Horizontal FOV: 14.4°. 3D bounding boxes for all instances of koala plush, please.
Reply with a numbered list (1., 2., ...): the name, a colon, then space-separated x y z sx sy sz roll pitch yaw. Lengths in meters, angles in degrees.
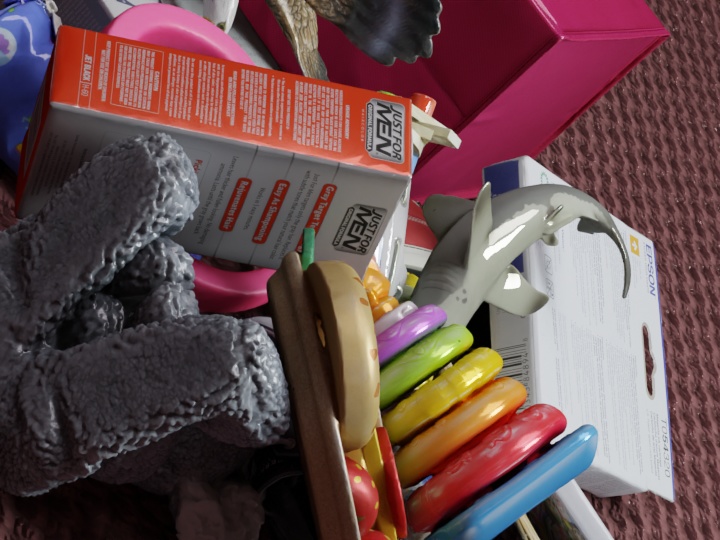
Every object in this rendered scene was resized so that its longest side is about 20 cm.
1. koala plush: -0.117 0.061 1.525 0.178 0.183 0.200 65 10 27

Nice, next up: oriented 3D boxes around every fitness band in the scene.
1. fitness band: -0.093 -0.067 1.659 0.143 0.037 0.201 11 55 -35

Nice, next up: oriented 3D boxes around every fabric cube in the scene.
1. fabric cube: 0.065 -0.185 2.059 0.200 0.200 0.196 55 26 15

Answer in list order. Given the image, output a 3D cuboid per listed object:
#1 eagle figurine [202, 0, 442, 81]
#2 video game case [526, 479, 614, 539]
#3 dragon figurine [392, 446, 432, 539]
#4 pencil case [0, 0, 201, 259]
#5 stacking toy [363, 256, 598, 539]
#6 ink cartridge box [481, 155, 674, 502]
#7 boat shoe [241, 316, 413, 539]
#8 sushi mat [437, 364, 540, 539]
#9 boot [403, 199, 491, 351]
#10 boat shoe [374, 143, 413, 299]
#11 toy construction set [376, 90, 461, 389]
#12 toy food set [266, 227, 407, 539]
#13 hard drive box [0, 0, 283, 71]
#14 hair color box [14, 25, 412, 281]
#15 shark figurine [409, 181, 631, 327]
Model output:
1. eagle figurine: -0.060 -0.198 1.806 0.199 0.151 0.152 21 24 -24
2. video game case: 0.160 0.210 1.768 0.200 0.018 0.143 57 -11 18
3. dragon figurine: 0.036 0.130 1.733 0.099 0.059 0.201 15 44 -50
4. pencil case: -0.163 -0.077 1.690 0.200 0.087 0.078 47 16 -3
5. stacking toy: 0.034 0.059 1.628 0.200 0.110 0.116 55 -15 4
6. ink cartridge box: 0.146 0.046 1.921 0.200 0.043 0.197 30 52 -55
7. boat shoe: -0.036 0.114 1.643 0.068 0.072 0.201 2 57 -56
8. sushi mat: 0.088 0.133 1.798 0.096 0.012 0.200 66 -1 -48
9. boot: 0.045 -0.025 1.958 0.199 0.072 0.145 18 36 -40
10. boat shoe: 0.000 0.000 1.706 0.067 0.201 0.073 6 7 -45
11. toy construction set: 0.009 -0.034 1.801 0.131 0.092 0.201 26 64 -27
12. toy food set: -0.011 0.079 1.520 0.198 0.048 0.201 -115 -167 -76
13. hard drive box: -0.130 -0.129 1.824 0.200 0.077 0.156 56 28 16
14. hair color box: -0.080 -0.061 1.555 0.199 0.102 0.061 12 50 -12
15. shark figurine: 0.087 -0.027 1.773 0.089 0.129 0.214 26 37 37
